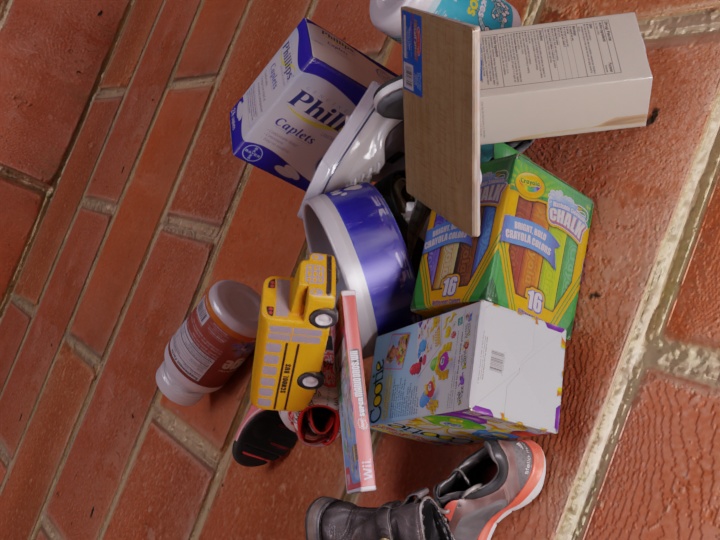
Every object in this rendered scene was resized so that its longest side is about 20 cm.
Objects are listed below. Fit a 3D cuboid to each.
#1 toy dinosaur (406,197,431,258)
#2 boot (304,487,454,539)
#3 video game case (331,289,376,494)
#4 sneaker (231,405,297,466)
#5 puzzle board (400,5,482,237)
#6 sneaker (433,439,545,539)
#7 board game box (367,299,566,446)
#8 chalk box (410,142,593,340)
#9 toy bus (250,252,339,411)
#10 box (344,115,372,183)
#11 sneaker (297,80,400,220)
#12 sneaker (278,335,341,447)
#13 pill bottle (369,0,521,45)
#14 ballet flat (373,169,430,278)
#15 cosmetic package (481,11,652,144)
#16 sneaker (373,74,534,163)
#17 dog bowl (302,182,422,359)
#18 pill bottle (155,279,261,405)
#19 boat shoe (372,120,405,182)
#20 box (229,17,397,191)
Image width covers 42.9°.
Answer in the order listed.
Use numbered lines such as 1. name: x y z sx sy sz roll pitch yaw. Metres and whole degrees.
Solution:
1. toy dinosaur: 0.091 -0.083 1.102 0.047 0.088 0.201 -11 57 40
2. boot: 0.033 0.305 0.894 0.174 0.069 0.201 -10 102 45
3. video game case: -0.010 0.134 0.975 0.143 0.017 0.201 114 151 -74
4. sneaker: -0.112 0.179 1.270 0.201 0.074 0.087 -59 19 4
5. puzzle board: 0.081 -0.150 0.906 0.151 0.017 0.201 -136 38 -58
6. sneaker: 0.092 0.233 0.901 0.200 0.082 0.077 -55 33 18
7. board game box: 0.100 0.111 0.921 0.200 0.103 0.105 -25 51 59
8. chalk box: 0.152 -0.038 0.952 0.124 0.125 0.201 -8 64 54
9. toy bus: -0.071 0.069 0.981 0.200 0.078 0.065 103 171 -46
10. box: -0.010 -0.109 1.243 0.041 0.039 0.201 -123 38 -63
11. sneaker: -0.007 -0.140 1.155 0.200 0.071 0.073 -58 4 2
12. sneaker: -0.065 0.177 1.128 0.202 0.067 0.108 116 163 -47
13. pill bottle: 0.116 -0.295 1.100 0.111 0.200 0.111 -32 46 41
14. ballet flat: 0.061 -0.067 1.163 0.068 0.068 0.200 -43 38 18
15. cosmetic package: 0.189 -0.196 0.944 0.199 0.071 0.106 -4 54 8
16. sneaker: 0.118 -0.166 1.060 0.084 0.199 0.121 85 179 -66
17. dog bowl: 0.000 0.000 1.088 0.200 0.079 0.201 161 90 -80
18. pill bottle: -0.234 0.118 1.432 0.200 0.112 0.112 -49 36 27
19. boat shoe: 0.066 -0.188 1.234 0.200 0.071 0.070 -31 48 52
20. box: -0.060 -0.225 1.331 0.200 0.184 0.105 -45 36 31
